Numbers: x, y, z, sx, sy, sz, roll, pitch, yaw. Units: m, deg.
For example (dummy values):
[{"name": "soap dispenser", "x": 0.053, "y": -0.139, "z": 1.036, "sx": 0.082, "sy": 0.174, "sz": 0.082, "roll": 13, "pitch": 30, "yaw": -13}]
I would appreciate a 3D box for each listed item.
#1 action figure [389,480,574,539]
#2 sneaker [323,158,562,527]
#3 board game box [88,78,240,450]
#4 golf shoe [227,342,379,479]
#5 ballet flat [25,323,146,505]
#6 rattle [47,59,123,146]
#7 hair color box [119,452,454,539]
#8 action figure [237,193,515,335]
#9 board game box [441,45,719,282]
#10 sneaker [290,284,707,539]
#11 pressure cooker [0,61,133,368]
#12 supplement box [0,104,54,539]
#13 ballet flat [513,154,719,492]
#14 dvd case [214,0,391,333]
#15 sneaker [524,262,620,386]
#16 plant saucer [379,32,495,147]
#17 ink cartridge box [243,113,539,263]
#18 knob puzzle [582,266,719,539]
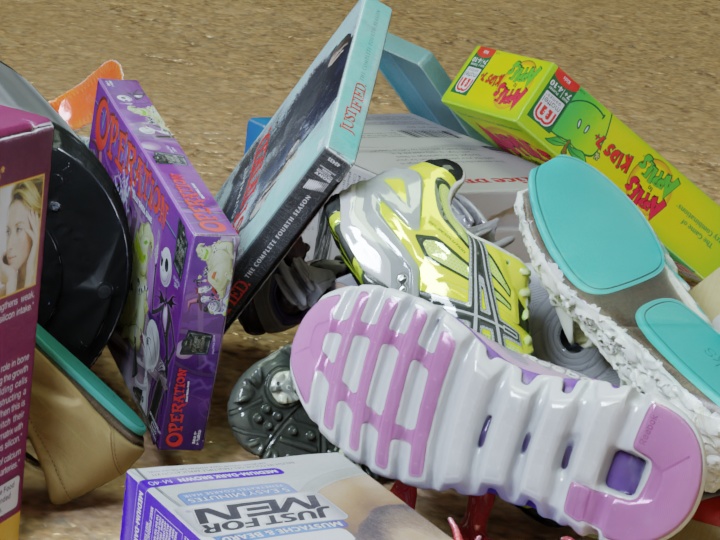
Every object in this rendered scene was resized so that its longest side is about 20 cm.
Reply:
[{"name": "action figure", "x": 0.068, "y": 0.139, "z": 1.019, "sx": 0.065, "sy": 0.052, "sz": 0.200, "roll": 6, "pitch": 17, "yaw": -22}, {"name": "sneaker", "x": 0.060, "y": 0.033, "z": 1.152, "sx": 0.076, "sy": 0.200, "sz": 0.075, "roll": -31, "pitch": -8, "yaw": -3}, {"name": "board game box", "x": -0.110, "y": -0.007, "z": 1.212, "sx": 0.032, "sy": 0.120, "sz": 0.200, "roll": 5, "pitch": 24, "yaw": -23}, {"name": "golf shoe", "x": -0.004, "y": 0.067, "z": 1.222, "sx": 0.088, "sy": 0.078, "sz": 0.200, "roll": -8, "pitch": 1, "yaw": 44}, {"name": "ballet flat", "x": -0.183, "y": 0.027, "z": 1.085, "sx": 0.200, "sy": 0.063, "sz": 0.069, "roll": 49, "pitch": 2, "yaw": -6}, {"name": "rattle", "x": -0.232, "y": -0.057, "z": 1.391, "sx": 0.200, "sy": 0.130, "sz": 0.143, "roll": -34, "pitch": -9, "yaw": -13}, {"name": "hair color box", "x": -0.010, "y": 0.140, "z": 0.953, "sx": 0.109, "sy": 0.065, "sz": 0.200, "roll": -2, "pitch": 20, "yaw": -31}, {"name": "action figure", "x": 0.000, "y": 0.000, "z": 1.284, "sx": 0.130, "sy": 0.070, "sz": 0.200, "roll": -7, "pitch": -6, "yaw": -32}, {"name": "board game box", "x": 0.157, "y": -0.069, "z": 1.564, "sx": 0.200, "sy": 0.048, "sz": 0.102, "roll": 37, "pitch": -6, "yaw": -28}, {"name": "sneaker", "x": 0.064, "y": 0.068, "z": 1.074, "sx": 0.199, "sy": 0.081, "sz": 0.088, "roll": 21, "pitch": 3, "yaw": 13}, {"name": "pressure cooker", "x": -0.221, "y": -0.026, "z": 1.224, "sx": 0.178, "sy": 0.177, "sz": 0.200, "roll": 4, "pitch": 20, "yaw": -25}, {"name": "supplement box", "x": -0.212, "y": 0.031, "z": 0.990, "sx": 0.103, "sy": 0.201, "sz": 0.131, "roll": 14, "pitch": 17, "yaw": 23}, {"name": "ballet flat", "x": 0.130, "y": 0.030, "z": 1.138, "sx": 0.072, "sy": 0.072, "sz": 0.200, "roll": -4, "pitch": 44, "yaw": -34}, {"name": "dvd case", "x": -0.051, "y": -0.037, "z": 1.247, "sx": 0.022, "sy": 0.200, "sz": 0.146, "roll": 29, "pitch": 38, "yaw": -13}, {"name": "sneaker", "x": 0.163, "y": 0.063, "z": 1.237, "sx": 0.200, "sy": 0.073, "sz": 0.112, "roll": 38, "pitch": 24, "yaw": 20}, {"name": "plant saucer", "x": 0.066, "y": -0.099, "z": 1.642, "sx": 0.070, "sy": 0.019, "sz": 0.200, "roll": 29, "pitch": -14, "yaw": 43}, {"name": "ink cartridge box", "x": 0.034, "y": -0.040, "z": 1.541, "sx": 0.146, "sy": 0.085, "sz": 0.200, "roll": -3, "pitch": 19, "yaw": -36}, {"name": "knob puzzle", "x": 0.222, "y": 0.066, "z": 1.134, "sx": 0.219, "sy": 0.220, "sz": 0.030, "roll": 17, "pitch": -20, "yaw": 31}]
